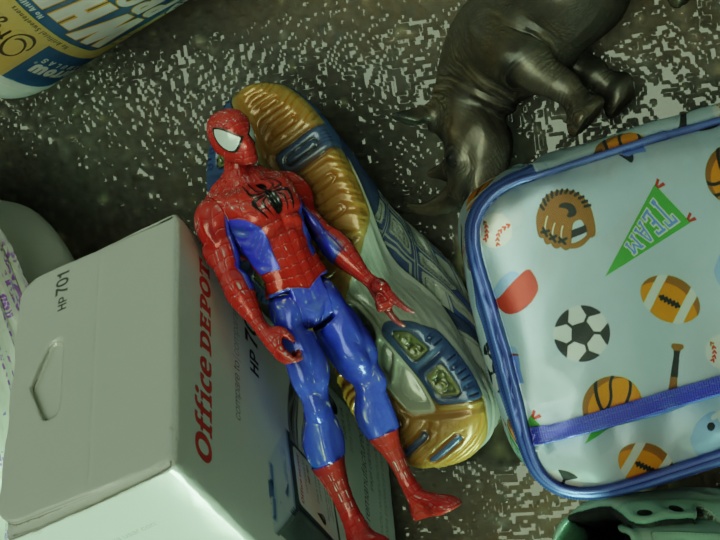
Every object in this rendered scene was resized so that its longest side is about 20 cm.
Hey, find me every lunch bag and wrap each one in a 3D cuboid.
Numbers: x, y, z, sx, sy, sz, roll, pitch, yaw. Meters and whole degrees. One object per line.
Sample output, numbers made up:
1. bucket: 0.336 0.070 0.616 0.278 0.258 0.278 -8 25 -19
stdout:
1. lunch bag: 0.149 0.012 0.705 0.200 0.076 0.161 -15 91 -1

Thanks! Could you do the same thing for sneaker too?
1. sneaker: 0.173 0.131 0.672 0.200 0.118 0.074 -1 88 49
2. sneaker: 0.000 0.000 0.772 0.075 0.088 0.200 -31 88 24

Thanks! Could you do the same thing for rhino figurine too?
1. rhino figurine: 0.084 -0.103 0.745 0.087 0.060 0.200 44 111 16

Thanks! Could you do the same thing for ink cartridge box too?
1. ink cartridge box: -0.063 0.098 0.724 0.086 0.147 0.200 -22 133 16

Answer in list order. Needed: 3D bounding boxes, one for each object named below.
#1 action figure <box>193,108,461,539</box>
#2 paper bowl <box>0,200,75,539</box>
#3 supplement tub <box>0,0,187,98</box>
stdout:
1. action figure: -0.020 0.022 0.703 0.200 0.065 0.052 64 153 1
2. paper bowl: -0.195 0.044 0.805 0.201 0.104 0.201 38 136 48
3. supplement tub: -0.151 -0.171 0.770 0.200 0.145 0.145 -28 88 20
